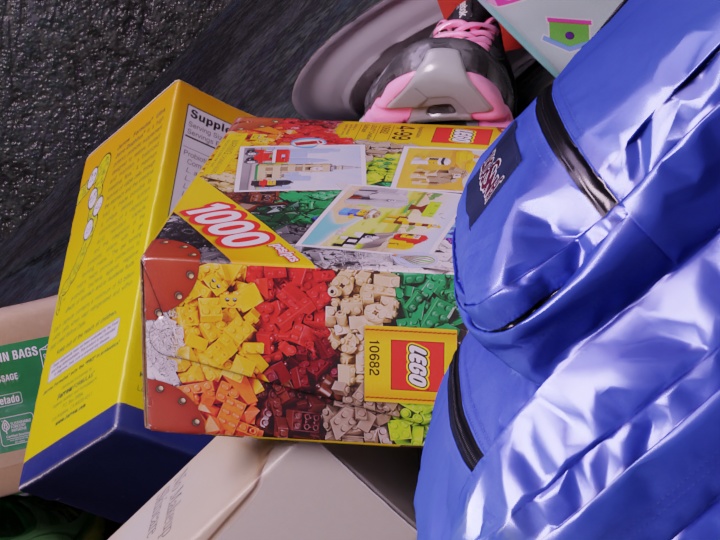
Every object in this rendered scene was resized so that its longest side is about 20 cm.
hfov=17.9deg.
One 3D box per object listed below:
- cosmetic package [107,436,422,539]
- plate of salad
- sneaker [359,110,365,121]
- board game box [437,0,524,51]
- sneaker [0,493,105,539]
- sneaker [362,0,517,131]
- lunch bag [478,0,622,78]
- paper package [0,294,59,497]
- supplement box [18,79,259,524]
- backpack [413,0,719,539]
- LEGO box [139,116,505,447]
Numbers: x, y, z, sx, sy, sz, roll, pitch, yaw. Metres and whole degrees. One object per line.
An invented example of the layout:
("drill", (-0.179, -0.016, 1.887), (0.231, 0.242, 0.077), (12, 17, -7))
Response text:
("cosmetic package", (-0.065, 0.136, 0.991), (0.200, 0.073, 0.104), (-45, 13, 13))
("plate of salad", (0.049, -0.143, 1.323), (0.200, 0.048, 0.200), (-22, -15, -6))
("sneaker", (0.021, -0.039, 1.252), (0.200, 0.074, 0.087), (-52, 17, -16))
("board game box", (0.091, -0.213, 1.149), (0.153, 0.200, 0.040), (-9, 31, 25))
("sneaker", (-0.200, 0.155, 1.346), (0.074, 0.084, 0.200), (-47, 12, 0))
("sneaker", (0.046, -0.094, 1.126), (0.200, 0.079, 0.096), (63, -147, -79))
("lunch bag", (0.142, -0.180, 1.074), (0.200, 0.160, 0.077), (-38, 15, 37))
("paper package", (-0.182, 0.066, 1.318), (0.199, 0.104, 0.191), (-12, 1, -21))
("supplement box", (-0.089, 0.025, 1.172), (0.109, 0.109, 0.201), (-32, 42, 50))
("backpack", (0.098, 0.022, 0.599), (0.200, 0.168, 0.163), (-48, 5, 14))
("LEGO box", (0.000, 0.000, 0.973), (0.200, 0.148, 0.077), (-69, -19, -69))
